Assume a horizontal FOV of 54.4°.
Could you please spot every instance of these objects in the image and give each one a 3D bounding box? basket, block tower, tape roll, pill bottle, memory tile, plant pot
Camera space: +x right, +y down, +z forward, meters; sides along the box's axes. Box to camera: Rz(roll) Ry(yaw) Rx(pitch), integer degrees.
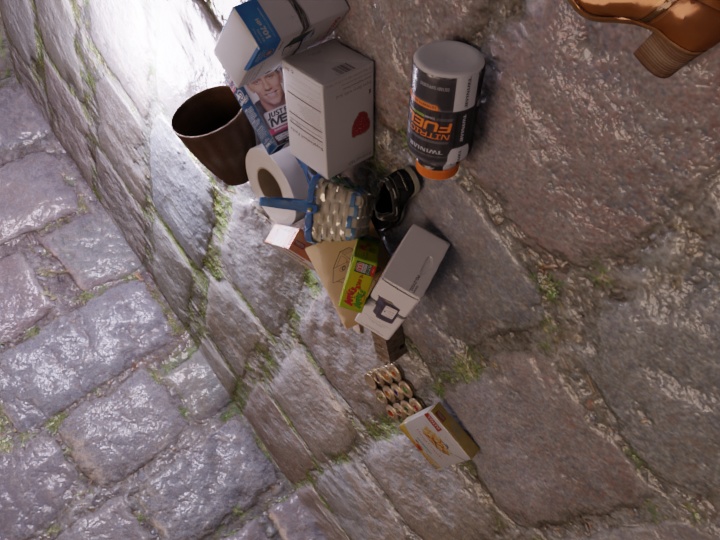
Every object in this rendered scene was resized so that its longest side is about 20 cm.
[{"bbox_3d":[-0.082,-0.124,1.378,0.199,0.176,0.140,5,98,9],"label":"basket"},{"bbox_3d":[0.056,0.122,1.597,0.054,0.058,0.200,27,141,45],"label":"block tower"},{"bbox_3d":[-0.186,-0.207,1.648,0.202,0.071,0.203,39,146,32],"label":"tape roll"},{"bbox_3d":[0.126,-0.236,1.069,0.106,0.106,0.200,40,148,31],"label":"pill bottle"},{"bbox_3d":[0.084,0.310,1.780,0.153,0.017,0.200,58,153,2],"label":"memory tile"},{"bbox_3d":[-0.327,-0.307,1.692,0.187,0.187,0.200,34,158,38],"label":"plant pot"}]

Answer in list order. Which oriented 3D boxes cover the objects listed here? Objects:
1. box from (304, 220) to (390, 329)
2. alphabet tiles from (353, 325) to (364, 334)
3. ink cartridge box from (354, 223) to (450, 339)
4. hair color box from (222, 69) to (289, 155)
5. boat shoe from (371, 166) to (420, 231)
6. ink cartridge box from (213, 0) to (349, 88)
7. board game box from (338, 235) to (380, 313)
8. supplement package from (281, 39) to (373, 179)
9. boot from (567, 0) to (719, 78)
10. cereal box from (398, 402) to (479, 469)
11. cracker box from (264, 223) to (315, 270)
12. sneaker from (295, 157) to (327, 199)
[{"bbox_3d":[-0.006,0.008,1.500,0.163,0.021,0.200,-25,96,18],"label":"box"},{"bbox_3d":[-0.030,0.047,1.660,0.196,0.015,0.200,-145,41,-61],"label":"alphabet tiles"},{"bbox_3d":[0.078,0.025,1.347,0.084,0.145,0.200,31,150,0],"label":"ink cartridge box"},{"bbox_3d":[-0.194,-0.357,1.478,0.200,0.100,0.060,60,152,-3],"label":"hair color box"},{"bbox_3d":[0.049,-0.129,1.343,0.072,0.068,0.200,54,157,11],"label":"boat shoe"},{"bbox_3d":[-0.139,-0.419,1.217,0.086,0.200,0.146,58,153,-2],"label":"ink cartridge box"},{"bbox_3d":[0.000,0.000,1.377,0.048,0.200,0.102,18,106,-2],"label":"board game box"},{"bbox_3d":[-0.056,-0.295,1.289,0.120,0.121,0.200,38,147,32],"label":"supplement package"},{"bbox_3d":[0.305,-0.312,0.726,0.200,0.077,0.155,51,153,8],"label":"boot"},{"bbox_3d":[0.183,0.397,1.668,0.144,0.040,0.200,49,152,5],"label":"cereal box"},{"bbox_3d":[-0.130,-0.048,1.628,0.134,0.058,0.200,32,173,-23],"label":"cracker box"},{"bbox_3d":[-0.097,-0.226,1.469,0.078,0.066,0.201,12,125,30],"label":"sneaker"}]
